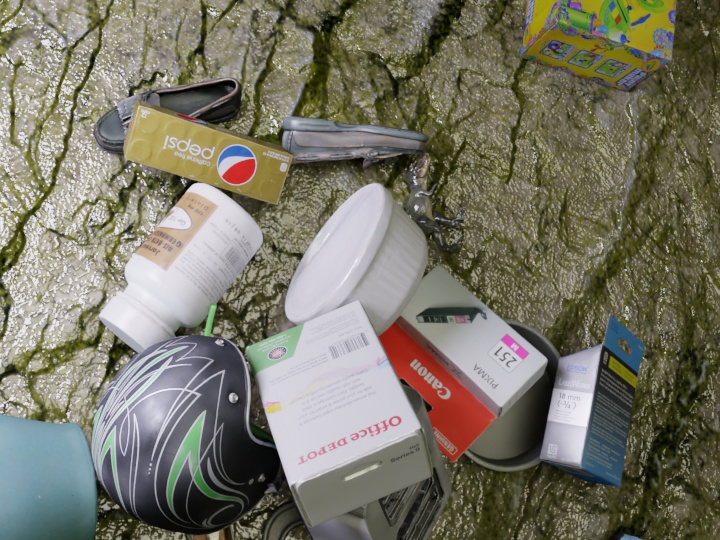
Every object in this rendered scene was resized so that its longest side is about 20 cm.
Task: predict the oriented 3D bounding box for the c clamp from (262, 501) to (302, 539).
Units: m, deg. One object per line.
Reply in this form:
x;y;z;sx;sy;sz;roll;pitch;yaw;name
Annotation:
-0.020;0.354;1.101;0.197;0.027;0.174;-12;83;-19;c clamp

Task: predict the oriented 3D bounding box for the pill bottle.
-0.218;0.004;1.062;0.114;0.114;0.201;38;72;-6;pill bottle

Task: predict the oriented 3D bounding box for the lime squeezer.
-0.169;0.142;1.071;0.070;0.038;0.203;-15;110;18;lime squeezer

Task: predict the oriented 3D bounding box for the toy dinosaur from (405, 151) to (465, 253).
0.097;-0.060;1.201;0.087;0.048;0.203;7;71;3;toy dinosaur

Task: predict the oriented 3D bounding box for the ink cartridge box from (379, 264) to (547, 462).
0.110;0.114;1.136;0.173;0.044;0.200;-40;66;-20;ink cartridge box

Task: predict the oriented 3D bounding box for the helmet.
-0.193;0.173;0.954;0.200;0.199;0.192;-45;133;-19;helmet

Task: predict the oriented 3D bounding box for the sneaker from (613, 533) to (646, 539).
0.337;0.448;1.179;0.089;0.079;0.202;27;69;10;sneaker

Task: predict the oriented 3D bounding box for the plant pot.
-0.387;0.242;0.935;0.185;0.199;0.204;-5;80;-33;plant pot

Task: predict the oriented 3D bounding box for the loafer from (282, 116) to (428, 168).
-0.009;-0.166;1.185;0.196;0.072;0.064;5;100;-9;loafer

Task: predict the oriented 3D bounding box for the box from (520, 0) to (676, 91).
0.358;-0.405;1.310;0.190;0.122;0.203;14;75;-13;box

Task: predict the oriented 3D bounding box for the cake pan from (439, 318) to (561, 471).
0.192;0.169;1.194;0.197;0.037;0.204;3;78;-16;cake pan

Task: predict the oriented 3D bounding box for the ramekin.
0.000;0.000;1.092;0.094;0.202;0.204;34;72;-20;ramekin

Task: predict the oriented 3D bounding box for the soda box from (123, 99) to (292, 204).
-0.190;-0.146;1.090;0.197;0.064;0.069;16;102;-21;soda box

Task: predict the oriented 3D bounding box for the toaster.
0.011;0.246;1.024;0.201;0.117;0.182;-53;139;-34;toaster

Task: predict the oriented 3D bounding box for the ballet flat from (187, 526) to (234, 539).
-0.176;0.337;1.038;0.066;0.062;0.203;-10;83;-18;ballet flat

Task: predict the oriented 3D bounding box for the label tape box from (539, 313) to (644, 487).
0.314;0.174;1.181;0.144;0.063;0.203;32;68;-49;label tape box

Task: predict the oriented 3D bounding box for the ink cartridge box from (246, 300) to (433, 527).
-0.026;0.149;0.943;0.143;0.088;0.201;-22;42;-6;ink cartridge box

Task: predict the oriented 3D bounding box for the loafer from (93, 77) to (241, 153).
-0.245;-0.208;1.121;0.198;0.063;0.073;-22;85;-19;loafer
